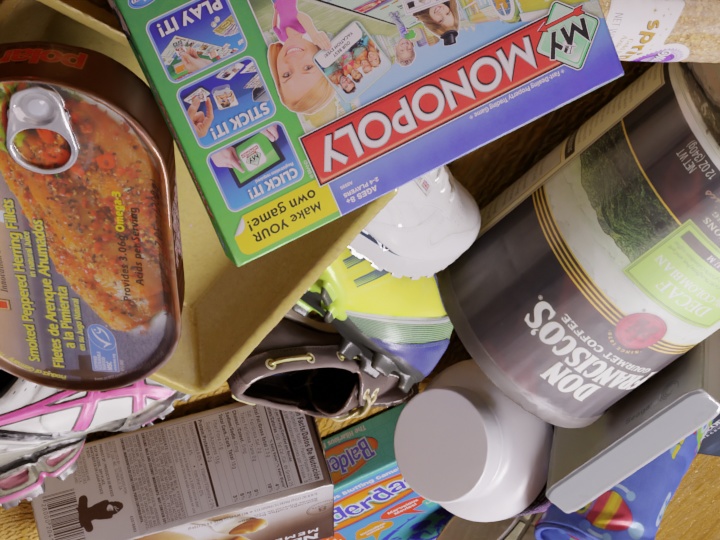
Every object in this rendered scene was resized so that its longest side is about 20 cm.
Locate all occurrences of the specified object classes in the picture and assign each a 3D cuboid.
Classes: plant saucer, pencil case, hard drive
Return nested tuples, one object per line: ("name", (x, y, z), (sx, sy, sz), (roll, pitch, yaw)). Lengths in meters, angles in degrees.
("plant saucer", (-0.113, -0.042, 0.821), (0.199, 0.049, 0.200), (26, 131, -21))
("pencil case", (0.190, 0.117, 1.134), (0.200, 0.078, 0.087), (-59, 151, -22))
("hard drive", (0.181, 0.053, 1.094), (0.026, 0.200, 0.132), (39, 124, -15))

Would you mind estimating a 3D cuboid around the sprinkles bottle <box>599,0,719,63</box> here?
("sprinkles bottle", (0.146, -0.139, 0.854), (0.199, 0.068, 0.068), (-1, 146, -30))

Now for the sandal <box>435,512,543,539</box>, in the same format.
("sandal", (0.126, 0.185, 1.342), (0.200, 0.080, 0.054), (-58, 173, 3))

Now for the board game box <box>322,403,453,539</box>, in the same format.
("board game box", (0.008, 0.184, 1.340), (0.152, 0.045, 0.200), (-25, 150, 8))

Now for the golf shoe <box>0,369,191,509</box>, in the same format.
("golf shoe", (-0.158, 0.054, 0.982), (0.200, 0.073, 0.092), (-33, 116, -11))

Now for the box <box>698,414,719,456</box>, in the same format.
("box", (0.317, 0.062, 1.266), (0.200, 0.107, 0.148), (13, 138, -44))

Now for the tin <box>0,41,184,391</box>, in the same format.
("tin", (-0.140, -0.021, 0.784), (0.111, 0.042, 0.200), (1, 136, -2))

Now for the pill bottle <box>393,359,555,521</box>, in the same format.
("pill bottle", (0.112, 0.117, 1.192), (0.112, 0.113, 0.200), (-38, 158, 29))

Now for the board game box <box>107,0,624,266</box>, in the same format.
("board game box", (0.005, -0.106, 0.741), (0.199, 0.029, 0.135), (-27, 108, -10))

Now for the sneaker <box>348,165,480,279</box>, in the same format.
("sneaker", (0.014, -0.056, 0.911), (0.080, 0.077, 0.200), (-40, 146, 22))

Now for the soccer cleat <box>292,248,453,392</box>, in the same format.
("soccer cleat", (0.000, 0.000, 1.024), (0.084, 0.065, 0.200), (-58, 142, -13))

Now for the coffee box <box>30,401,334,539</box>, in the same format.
("coffee box", (-0.123, 0.160, 1.175), (0.199, 0.080, 0.114), (-14, 155, -9))

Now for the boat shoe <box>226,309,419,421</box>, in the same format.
("boat shoe", (-0.024, 0.068, 1.108), (0.072, 0.060, 0.200), (-35, 148, 24))

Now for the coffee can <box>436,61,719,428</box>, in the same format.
("coffee can", (0.163, -0.021, 0.986), (0.146, 0.147, 0.200), (12, 138, -44))
